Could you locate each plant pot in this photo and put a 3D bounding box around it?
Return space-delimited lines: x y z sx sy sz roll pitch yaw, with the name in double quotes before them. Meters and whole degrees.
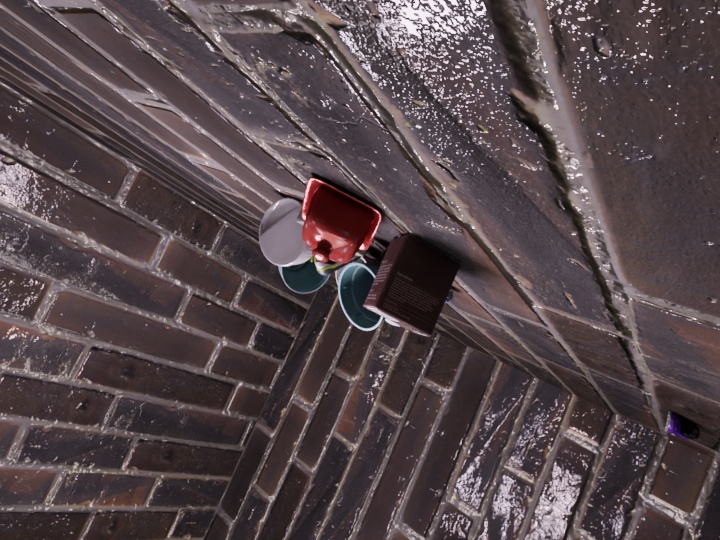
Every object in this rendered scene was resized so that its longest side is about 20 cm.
"plant pot" -0.213 -0.039 1.871 0.198 0.204 0.134 30 -179 -35
"plant pot" 0.065 0.057 1.612 0.197 0.207 0.193 20 -154 41

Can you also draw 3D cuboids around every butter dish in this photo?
"butter dish" -0.069 -0.088 1.246 0.195 0.151 0.201 26 152 -1

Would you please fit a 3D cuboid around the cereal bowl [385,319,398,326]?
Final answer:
"cereal bowl" 0.156 0.092 1.817 0.197 0.200 0.085 20 142 40

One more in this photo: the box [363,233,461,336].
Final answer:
"box" 0.128 0.039 1.352 0.161 0.205 0.166 26 174 -9

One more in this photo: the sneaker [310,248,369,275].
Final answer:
"sneaker" -0.055 -0.062 1.549 0.071 0.197 0.085 15 133 59

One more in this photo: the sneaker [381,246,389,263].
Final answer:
"sneaker" 0.156 -0.006 1.523 0.197 0.077 0.081 32 -174 22

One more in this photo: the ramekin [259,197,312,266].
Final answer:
"ramekin" -0.210 -0.113 1.613 0.199 0.208 0.093 22 -174 29

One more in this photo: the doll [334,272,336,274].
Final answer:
"doll" -0.012 -0.006 1.961 0.196 0.050 0.137 2 -149 -37

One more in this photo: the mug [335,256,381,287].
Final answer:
"mug" 0.009 -0.004 1.809 0.198 0.132 0.181 3 -124 -61

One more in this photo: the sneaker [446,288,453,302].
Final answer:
"sneaker" 0.219 0.062 1.742 0.196 0.079 0.085 25 178 24

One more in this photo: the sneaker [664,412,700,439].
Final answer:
"sneaker" 1.178 0.572 1.909 0.098 0.072 0.198 10 168 44

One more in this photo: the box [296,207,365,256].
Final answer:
"box" -0.069 -0.121 1.447 0.198 0.079 0.094 31 172 -32
